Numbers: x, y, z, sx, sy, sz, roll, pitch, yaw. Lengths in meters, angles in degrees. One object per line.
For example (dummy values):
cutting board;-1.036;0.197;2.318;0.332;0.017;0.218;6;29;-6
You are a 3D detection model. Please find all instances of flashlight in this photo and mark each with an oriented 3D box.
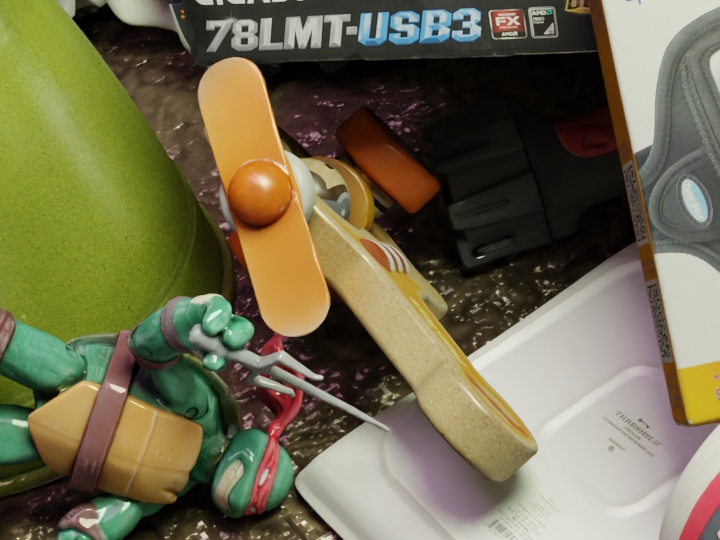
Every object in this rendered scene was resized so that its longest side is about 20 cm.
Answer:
flashlight;0.126;-0.069;0.929;0.200;0.068;0.068;-17;40;1

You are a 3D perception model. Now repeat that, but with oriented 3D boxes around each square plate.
square plate;0.102;0.070;0.816;0.198;0.028;0.200;-32;42;-15

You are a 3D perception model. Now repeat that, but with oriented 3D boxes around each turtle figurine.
turtle figurine;-0.097;0.065;0.841;0.200;0.150;0.101;17;11;-2

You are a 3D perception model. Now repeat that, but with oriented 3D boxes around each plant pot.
plant pot;-0.175;-0.042;0.918;0.200;0.193;0.200;-11;42;10

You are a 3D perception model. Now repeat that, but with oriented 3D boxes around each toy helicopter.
toy helicopter;0.000;0.000;0.826;0.079;0.132;0.200;-43;51;6

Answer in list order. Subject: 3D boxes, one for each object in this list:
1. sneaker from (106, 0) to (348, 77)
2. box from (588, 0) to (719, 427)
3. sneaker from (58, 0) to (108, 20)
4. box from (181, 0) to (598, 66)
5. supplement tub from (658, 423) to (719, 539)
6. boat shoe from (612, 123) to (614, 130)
sneaker;-0.036;-0.127;1.050;0.200;0.078;0.079;14;47;42
box;0.142;-0.058;0.731;0.119;0.200;0.041;-12;-1;1
sneaker;-0.187;-0.135;1.071;0.075;0.081;0.200;-16;17;35
box;0.057;-0.134;0.878;0.198;0.050;0.200;0;25;22
supplement tub;0.181;0.125;0.638;0.140;0.140;0.200;-21;40;-3
boat shoe;0.187;-0.063;0.814;0.200;0.067;0.074;1;40;17
